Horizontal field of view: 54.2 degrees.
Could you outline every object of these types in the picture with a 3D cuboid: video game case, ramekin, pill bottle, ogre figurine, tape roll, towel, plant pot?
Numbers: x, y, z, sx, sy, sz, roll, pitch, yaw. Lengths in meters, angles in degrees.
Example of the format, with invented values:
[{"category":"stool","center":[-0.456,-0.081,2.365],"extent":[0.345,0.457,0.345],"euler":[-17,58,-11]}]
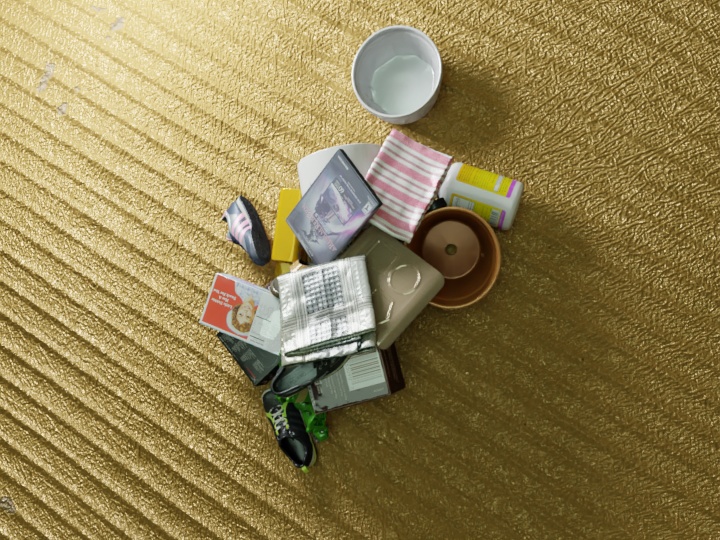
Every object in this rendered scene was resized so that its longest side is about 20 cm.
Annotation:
[{"category":"video game case","center":[-0.056,-0.114,1.379],"extent":[0.200,0.019,0.144],"euler":[-48,67,30]},{"category":"ramekin","center":[0.085,-0.417,1.540],"extent":[0.196,0.105,0.205],"euler":[-1,84,12]},{"category":"pill bottle","center":[0.236,-0.164,1.484],"extent":[0.197,0.104,0.106],"euler":[21,89,13]},{"category":"ogre figurine","center":[-0.124,0.262,1.495],"extent":[0.098,0.120,0.200],"euler":[-44,122,-5]},{"category":"tape roll","center":[-0.028,-0.170,1.494],"extent":[0.199,0.203,0.142],"euler":[-11,82,11]},{"category":"towel","center":[-0.067,0.074,1.327],"extent":[0.189,0.035,0.203],"euler":[-13,61,8]},{"category":"towel","center":[0.078,-0.169,1.382],"extent":[0.145,0.030,0.202],"euler":[27,73,10]},{"category":"plant pot","center":[0.187,-0.036,1.450],"extent":[0.196,0.140,0.204],"euler":[1,101,8]}]

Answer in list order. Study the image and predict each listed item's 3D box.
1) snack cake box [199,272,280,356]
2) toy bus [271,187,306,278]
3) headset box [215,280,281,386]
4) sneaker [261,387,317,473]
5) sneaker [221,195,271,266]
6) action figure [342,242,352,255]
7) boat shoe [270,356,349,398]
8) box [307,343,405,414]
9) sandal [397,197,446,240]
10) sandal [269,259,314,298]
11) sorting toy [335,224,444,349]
[{"category":"snack cake box","center":[-0.231,0.093,1.505],"extent":[0.197,0.067,0.117],"euler":[20,92,14]},{"category":"toy bus","center":[-0.154,-0.076,1.575],"extent":[0.064,0.078,0.204],"euler":[7,86,13]},{"category":"headset box","center":[-0.197,0.133,1.567],"extent":[0.200,0.077,0.149],"euler":[-44,78,5]},{"category":"sneaker","center":[-0.155,0.344,1.535],"extent":[0.071,0.083,0.202],"euler":[-35,79,7]},{"category":"sneaker","center":[-0.259,-0.073,1.584],"extent":[0.082,0.070,0.202],"euler":[-37,49,16]},{"category":"action figure","center":[0.000,0.000,1.460],"extent":[0.200,0.101,0.119],"euler":[-49,59,17]},{"category":"boat shoe","center":[-0.094,0.174,1.341],"extent":[0.197,0.066,0.075],"euler":[-32,78,8]},{"category":"box","center":[-0.015,0.190,1.458],"extent":[0.161,0.200,0.169],"euler":[-17,81,10]},{"category":"sandal","center":[0.101,-0.105,1.500],"extent":[0.200,0.075,0.048],"euler":[-38,80,34]},{"category":"sandal","center":[-0.113,0.003,1.511],"extent":[0.081,0.198,0.055],"euler":[34,135,38]},{"category":"sorting toy","center":[0.037,0.030,1.366],"extent":[0.199,0.037,0.185],"euler":[39,80,26]}]
